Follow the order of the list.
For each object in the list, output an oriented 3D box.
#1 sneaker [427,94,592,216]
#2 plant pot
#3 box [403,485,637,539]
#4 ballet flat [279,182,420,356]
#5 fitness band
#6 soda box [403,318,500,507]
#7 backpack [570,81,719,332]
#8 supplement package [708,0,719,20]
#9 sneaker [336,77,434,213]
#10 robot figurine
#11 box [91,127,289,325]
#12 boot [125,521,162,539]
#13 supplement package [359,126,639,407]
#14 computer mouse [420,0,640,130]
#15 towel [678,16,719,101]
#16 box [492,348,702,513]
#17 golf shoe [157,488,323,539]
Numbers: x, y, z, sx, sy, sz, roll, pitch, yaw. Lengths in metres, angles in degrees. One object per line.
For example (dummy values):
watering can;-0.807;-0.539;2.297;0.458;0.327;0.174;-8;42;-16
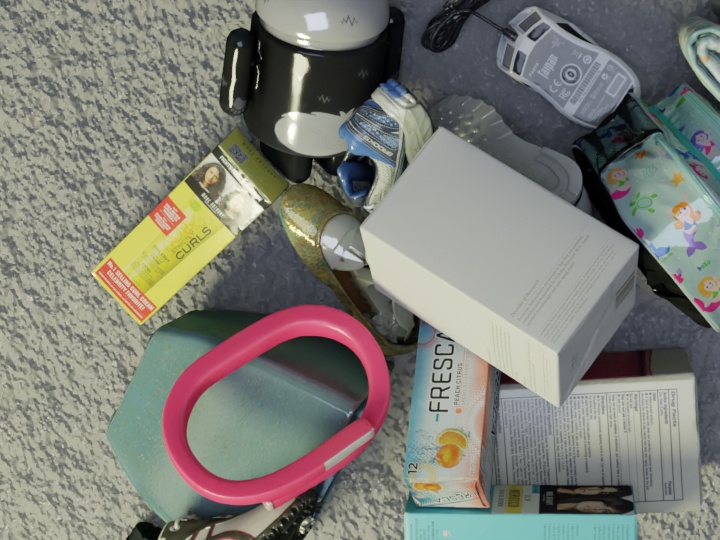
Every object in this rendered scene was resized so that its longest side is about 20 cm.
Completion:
sneaker;0.126;-0.086;1.510;0.076;0.081;0.200;-46;52;-5
plant pot;-0.112;0.138;1.545;0.199;0.196;0.197;29;102;6
box;0.140;0.221;1.469;0.199;0.082;0.049;-1;101;7
ballet flat;0.000;0.000;1.535;0.070;0.071;0.200;-27;119;10
fitness band;-0.068;0.113;1.408;0.199;0.037;0.144;-31;65;-13
soda box;0.083;0.103;1.464;0.068;0.064;0.201;-1;59;15
backpack;0.282;-0.051;1.441;0.150;0.200;0.178;-37;116;15
supplement package;0.376;-0.216;1.416;0.114;0.200;0.110;-39;94;11
sneaker;0.019;-0.084;1.496;0.085;0.200;0.077;-35;56;-12
robot figurine;-0.041;-0.181;1.497;0.124;0.150;0.201;17;124;13
box;-0.159;-0.039;1.556;0.075;0.050;0.200;48;121;-5
boot;-0.182;0.365;1.643;0.200;0.076;0.169;32;98;8
supplement package;0.116;-0.003;1.407;0.199;0.121;0.120;33;73;20
computer mouse;0.162;-0.196;1.525;0.199;0.044;0.110;35;108;1
towel;0.345;-0.134;1.448;0.048;0.171;0.200;-41;93;10
box;0.207;0.148;1.545;0.199;0.109;0.129;-3;100;7
golf shoe;-0.124;0.233;1.427;0.200;0.077;0.088;-39;69;10
